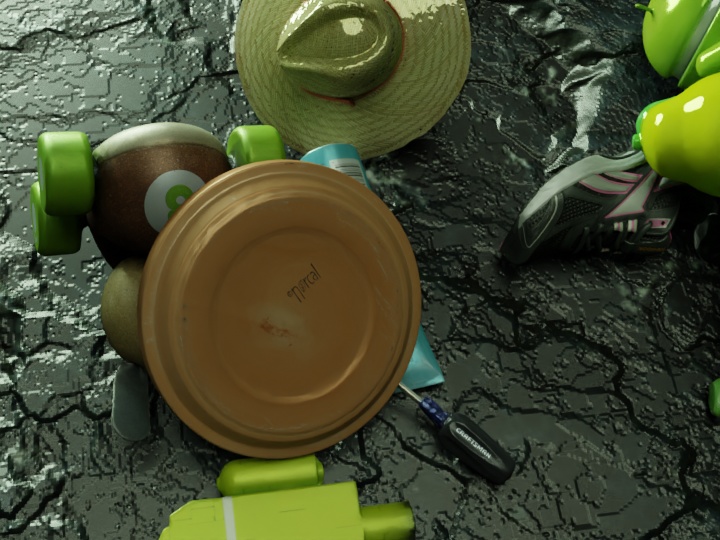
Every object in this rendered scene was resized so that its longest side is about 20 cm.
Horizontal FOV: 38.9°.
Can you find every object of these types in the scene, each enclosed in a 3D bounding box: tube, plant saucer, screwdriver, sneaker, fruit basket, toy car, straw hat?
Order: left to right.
[{"bbox_3d":[-0.134,0.014,0.713,0.162,0.158,0.202,-5,74,-23],"label":"toy car"},{"bbox_3d":[-0.048,0.028,0.682,0.198,0.032,0.203,-3,98,-23],"label":"plant saucer"},{"bbox_3d":[-0.016,-0.177,0.794,0.198,0.085,0.204,2,102,11],"label":"straw hat"},{"bbox_3d":[0.000,0.000,0.788,0.077,0.050,0.202,-15,70,-4],"label":"tube"},{"bbox_3d":[0.033,0.082,0.741,0.200,0.028,0.029,44,108,5],"label":"screwdriver"},{"bbox_3d":[0.209,-0.046,0.818,0.199,0.081,0.087,-27,69,-19],"label":"sneaker"},{"bbox_3d":[0.321,-0.099,0.769,0.154,0.215,0.218,10,54,-40],"label":"fruit basket"}]

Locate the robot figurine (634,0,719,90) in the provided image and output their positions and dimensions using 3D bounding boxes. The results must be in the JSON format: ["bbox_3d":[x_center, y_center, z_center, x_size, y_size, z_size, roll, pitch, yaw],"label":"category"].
[{"bbox_3d":[0.338,-0.200,0.895,0.199,0.116,0.176,29,35,10],"label":"robot figurine"}]

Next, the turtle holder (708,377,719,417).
[{"bbox_3d":[0.340,0.079,0.747,0.130,0.186,0.143,11,93,-3],"label":"turtle holder"}]

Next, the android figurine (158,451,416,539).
[{"bbox_3d":[-0.056,0.209,0.667,0.197,0.041,0.184,-7,63,-11],"label":"android figurine"}]
